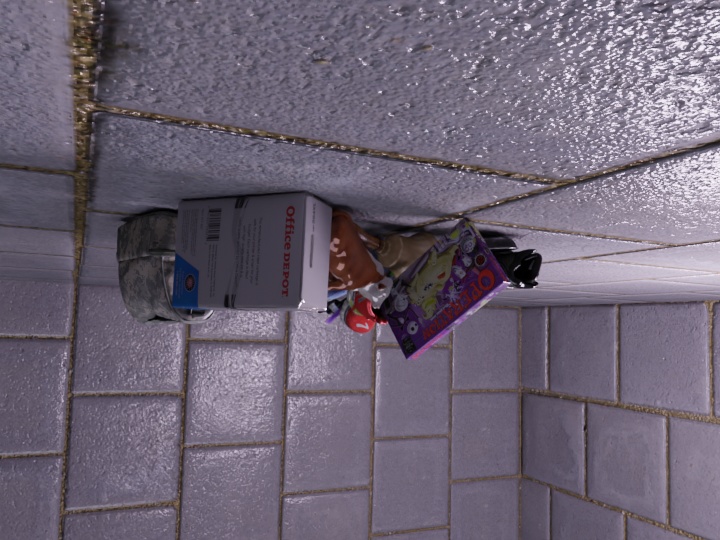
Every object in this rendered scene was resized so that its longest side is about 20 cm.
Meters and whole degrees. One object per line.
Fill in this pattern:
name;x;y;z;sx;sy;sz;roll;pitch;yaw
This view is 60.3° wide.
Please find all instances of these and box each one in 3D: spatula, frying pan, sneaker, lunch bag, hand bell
spatula;-0.052;0.073;1.216;0.056;0.021;0.200;-42;-171;-3
frying pan;0.180;-0.038;1.082;0.189;0.031;0.115;-4;178;25
sneaker;0.016;0.069;1.093;0.077;0.085;0.200;-33;156;-21
lunch bag;-0.304;0.003;0.997;0.139;0.169;0.199;7;173;-41
sneaker;0.282;-0.003;1.136;0.113;0.077;0.199;0;-175;25
hand bell;0.023;-0.042;0.977;0.199;0.105;0.104;21;163;-38

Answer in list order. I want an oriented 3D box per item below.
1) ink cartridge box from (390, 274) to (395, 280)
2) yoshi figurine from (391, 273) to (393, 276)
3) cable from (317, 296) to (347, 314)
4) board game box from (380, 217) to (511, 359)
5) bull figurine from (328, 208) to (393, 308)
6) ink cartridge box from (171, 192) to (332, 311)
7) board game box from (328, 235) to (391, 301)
ink cartridge box;0.101;0.024;1.093;0.037;0.095;0.200;47;160;-12
yoshi figurine;0.098;0.020;1.323;0.112;0.113;0.200;-32;-175;-28
cable;-0.033;0.041;1.375;0.162;0.051;0.200;-23;-162;3
board game box;0.117;0.030;0.932;0.200;0.120;0.032;-44;152;27
bull figurine;-0.030;-0.010;0.917;0.121;0.065;0.201;-21;133;7
ink cartridge box;-0.144;-0.019;0.827;0.199;0.147;0.084;0;173;23
board game box;0.000;0.000;1.184;0.199;0.062;0.199;-25;168;33
